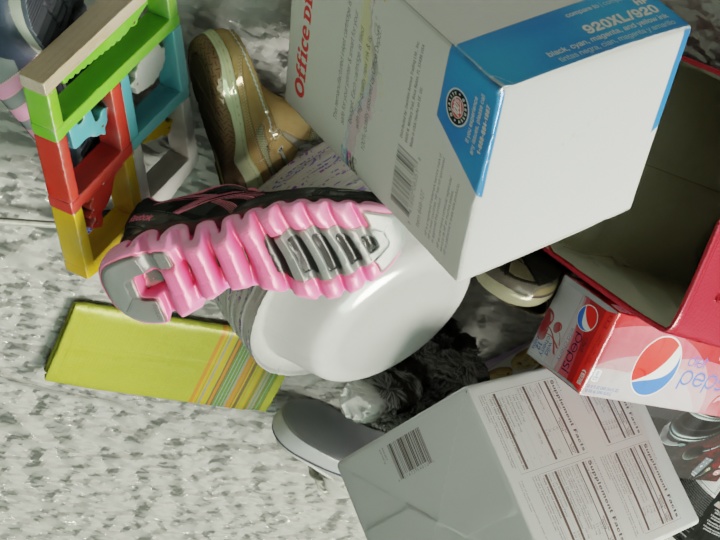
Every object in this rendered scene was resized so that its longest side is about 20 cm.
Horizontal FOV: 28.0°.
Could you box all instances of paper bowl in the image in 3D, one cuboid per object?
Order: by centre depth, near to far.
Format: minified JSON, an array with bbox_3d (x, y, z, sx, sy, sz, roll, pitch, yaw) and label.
[{"bbox_3d":[0.000,0.000,1.043,0.200,0.105,0.201,-28,150,-18],"label":"paper bowl"}]

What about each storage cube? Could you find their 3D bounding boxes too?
[{"bbox_3d":[0.266,-0.045,1.042,0.179,0.200,0.172,15,105,-33],"label":"storage cube"}]

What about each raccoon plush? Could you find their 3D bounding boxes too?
[{"bbox_3d":[0.013,0.106,1.192,0.199,0.097,0.134,-9,144,-47],"label":"raccoon plush"}]

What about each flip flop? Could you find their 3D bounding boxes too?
[{"bbox_3d":[0.128,0.007,1.106,0.081,0.200,0.058,25,106,13],"label":"flip flop"}]

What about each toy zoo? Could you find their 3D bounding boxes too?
[{"bbox_3d":[-0.155,-0.085,0.937,0.020,0.131,0.201,23,142,20],"label":"toy zoo"}]

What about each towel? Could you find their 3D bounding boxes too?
[{"bbox_3d":[-0.150,0.069,1.176,0.199,0.018,0.086,11,125,-28],"label":"towel"}]

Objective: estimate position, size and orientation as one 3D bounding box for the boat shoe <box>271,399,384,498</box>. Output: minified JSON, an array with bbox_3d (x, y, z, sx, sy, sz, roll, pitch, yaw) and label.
[{"bbox_3d":[-0.014,0.173,1.298,0.066,0.072,0.199,-45,141,21],"label":"boat shoe"}]

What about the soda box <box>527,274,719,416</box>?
[{"bbox_3d":[0.222,0.060,1.084,0.199,0.063,0.070,11,108,-40],"label":"soda box"}]

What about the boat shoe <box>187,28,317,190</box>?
[{"bbox_3d":[-0.066,-0.098,0.993,0.076,0.072,0.200,-20,150,-8],"label":"boat shoe"}]

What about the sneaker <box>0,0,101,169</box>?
[{"bbox_3d":[-0.209,-0.127,0.920,0.081,0.070,0.201,8,145,13],"label":"sneaker"}]

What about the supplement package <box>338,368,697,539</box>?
[{"bbox_3d":[0.121,0.170,1.107,0.199,0.151,0.152,-8,159,-47],"label":"supplement package"}]

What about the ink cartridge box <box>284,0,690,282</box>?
[{"bbox_3d":[0.066,-0.127,0.879,0.144,0.200,0.148,-22,142,-28],"label":"ink cartridge box"}]

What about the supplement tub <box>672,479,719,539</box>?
[{"bbox_3d":[0.375,0.180,1.402,0.122,0.123,0.201,1,135,-21],"label":"supplement tub"}]

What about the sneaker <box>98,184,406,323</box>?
[{"bbox_3d":[-0.068,-0.029,0.932,0.198,0.096,0.079,-7,126,9],"label":"sneaker"}]

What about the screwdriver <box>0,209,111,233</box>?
[{"bbox_3d":[-0.227,-0.030,1.024,0.199,0.029,0.028,0,136,-27],"label":"screwdriver"}]

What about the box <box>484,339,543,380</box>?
[{"bbox_3d":[0.190,0.073,1.282,0.199,0.042,0.039,-25,138,8],"label":"box"}]

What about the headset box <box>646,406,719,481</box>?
[{"bbox_3d":[0.256,0.101,1.247,0.199,0.077,0.149,9,130,-27],"label":"headset box"}]
